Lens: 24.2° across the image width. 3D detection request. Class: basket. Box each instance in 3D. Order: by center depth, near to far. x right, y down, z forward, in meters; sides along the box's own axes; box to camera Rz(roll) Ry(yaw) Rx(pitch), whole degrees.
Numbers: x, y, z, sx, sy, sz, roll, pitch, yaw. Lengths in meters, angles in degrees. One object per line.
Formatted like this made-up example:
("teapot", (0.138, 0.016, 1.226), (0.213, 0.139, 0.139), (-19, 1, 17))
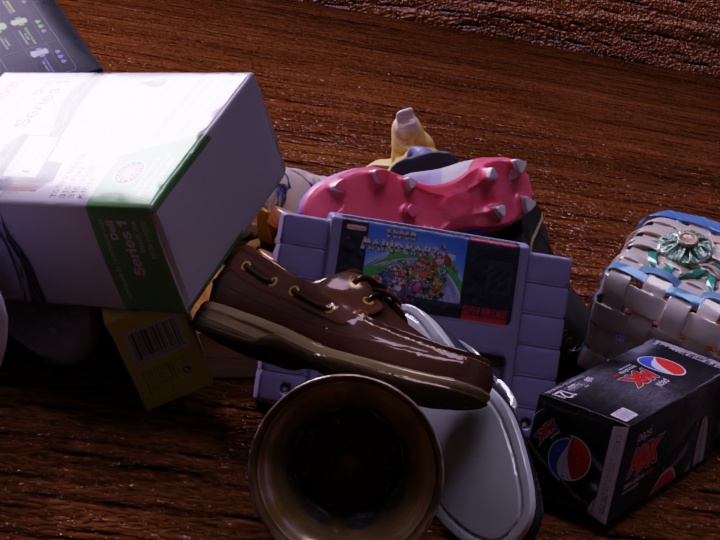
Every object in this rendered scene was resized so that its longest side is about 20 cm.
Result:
("basket", (0.270, 0.034, 1.258), (0.176, 0.140, 0.200), (26, 25, 25))

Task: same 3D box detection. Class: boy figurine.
("boy figurine", (0.039, -0.069, 1.360), (0.064, 0.125, 0.200), (-7, 8, -8))

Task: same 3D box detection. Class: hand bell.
("hand bell", (-0.003, 0.102, 0.978), (0.104, 0.105, 0.200), (12, 3, 2))

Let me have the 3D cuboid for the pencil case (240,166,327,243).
("pencil case", (-0.090, -0.053, 1.352), (0.199, 0.078, 0.089), (15, 19, -46))

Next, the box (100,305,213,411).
("box", (-0.146, 0.004, 1.110), (0.050, 0.076, 0.200), (-22, 31, -3))

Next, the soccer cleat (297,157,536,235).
("soccer cleat", (0.035, -0.042, 1.192), (0.199, 0.067, 0.076), (-12, -3, -33))

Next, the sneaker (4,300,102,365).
("sneaker", (-0.215, 0.004, 1.153), (0.200, 0.076, 0.081), (52, -3, 45))

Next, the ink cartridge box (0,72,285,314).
("ink cartridge box", (-0.170, -0.053, 1.055), (0.199, 0.085, 0.146), (3, 41, 26))

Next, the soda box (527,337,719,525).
("soda box", (0.176, 0.101, 1.089), (0.063, 0.071, 0.200), (19, 17, 28))

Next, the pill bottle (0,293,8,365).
("pill bottle", (-0.300, 0.011, 0.984), (0.111, 0.112, 0.200), (-3, 21, -41))

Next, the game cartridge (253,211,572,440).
("game cartridge", (0.036, 0.036, 1.110), (0.199, 0.130, 0.038), (9, 0, -9))

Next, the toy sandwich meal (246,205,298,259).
("toy sandwich meal", (0.000, 0.000, 1.260), (0.204, 0.071, 0.205), (21, 14, -6))

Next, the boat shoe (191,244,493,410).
("boat shoe", (-0.009, 0.031, 0.992), (0.199, 0.068, 0.072), (16, -12, 31))

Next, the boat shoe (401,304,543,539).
("boat shoe", (0.067, 0.096, 1.006), (0.060, 0.076, 0.200), (31, 23, -39))

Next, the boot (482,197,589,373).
("boot", (0.126, 0.042, 1.235), (0.077, 0.139, 0.200), (-22, 21, 33))

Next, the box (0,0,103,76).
("box", (-0.312, -0.120, 1.201), (0.199, 0.149, 0.125), (-25, 71, -38))

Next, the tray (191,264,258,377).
("tray", (-0.124, 0.023, 1.213), (0.098, 0.037, 0.200), (1, 18, -33))
